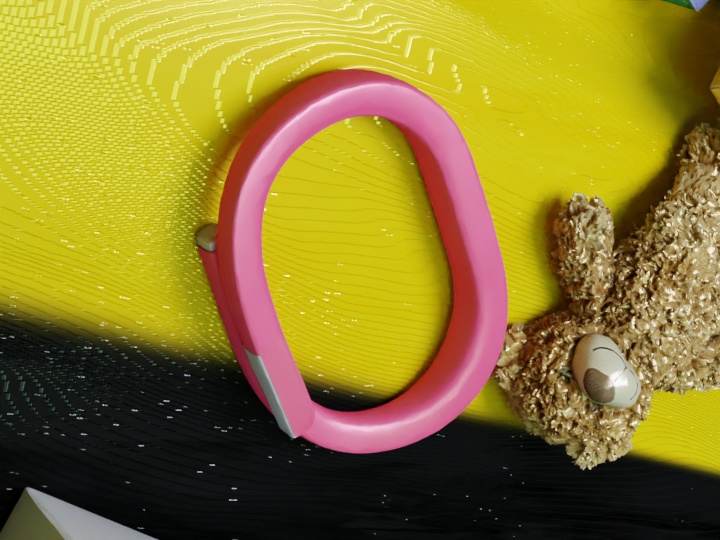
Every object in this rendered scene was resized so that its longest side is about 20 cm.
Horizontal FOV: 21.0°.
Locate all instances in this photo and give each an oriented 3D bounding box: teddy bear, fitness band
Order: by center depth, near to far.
[{"bbox_3d":[0.000,0.000,0.946,0.143,0.037,0.201,-30,121,-21],"label":"fitness band"},{"bbox_3d":[0.161,0.013,1.024,0.199,0.067,0.146,-29,118,-20],"label":"teddy bear"}]

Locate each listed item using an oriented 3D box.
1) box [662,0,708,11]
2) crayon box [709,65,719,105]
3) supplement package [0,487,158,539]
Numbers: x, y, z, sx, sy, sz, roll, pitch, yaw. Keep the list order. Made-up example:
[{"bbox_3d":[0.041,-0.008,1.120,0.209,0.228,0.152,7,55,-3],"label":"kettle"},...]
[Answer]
[{"bbox_3d":[0.195,-0.240,0.964,0.200,0.048,0.117,-48,125,-9],"label":"box"},{"bbox_3d":[0.254,-0.096,1.022,0.200,0.051,0.126,51,55,-34],"label":"crayon box"},{"bbox_3d":[-0.088,0.206,0.916,0.199,0.120,0.122,29,93,-35],"label":"supplement package"}]
